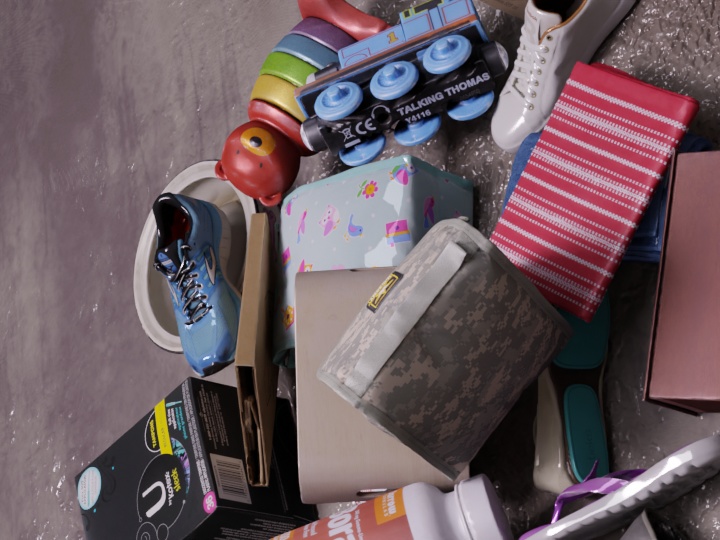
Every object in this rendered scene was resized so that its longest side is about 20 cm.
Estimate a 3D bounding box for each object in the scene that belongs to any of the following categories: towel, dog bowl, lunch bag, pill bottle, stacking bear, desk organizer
[{"bbox_3d":[0.203,-0.065,1.657,0.200,0.048,0.112,4,80,49],"label":"towel"},{"bbox_3d":[-0.144,-0.008,2.010,0.200,0.074,0.201,-19,64,43],"label":"dog bowl"},{"bbox_3d":[0.059,0.054,1.530,0.117,0.200,0.164,38,87,26],"label":"lunch bag"},{"bbox_3d":[0.024,0.240,1.612,0.199,0.112,0.113,-22,56,7],"label":"pill bottle"},{"bbox_3d":[0.000,0.000,1.810,0.199,0.122,0.171,-12,69,40],"label":"lunch bag"},{"bbox_3d":[-0.059,-0.157,1.889,0.121,0.114,0.200,32,78,9],"label":"stacking bear"},{"bbox_3d":[0.281,0.009,1.528,0.077,0.072,0.201,-1,77,46],"label":"desk organizer"},{"bbox_3d":[0.187,-0.069,1.620,0.144,0.022,0.201,29,93,50],"label":"towel"}]

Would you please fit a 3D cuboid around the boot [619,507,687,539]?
[{"bbox_3d":[0.174,0.268,1.557,0.182,0.072,0.201,43,118,32],"label":"boot"}]

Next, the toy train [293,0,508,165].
[{"bbox_3d":[0.035,-0.172,1.788,0.199,0.087,0.115,-22,40,9],"label":"toy train"}]

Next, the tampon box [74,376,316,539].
[{"bbox_3d":[-0.163,0.224,1.912,0.200,0.126,0.150,-41,49,32],"label":"tampon box"}]

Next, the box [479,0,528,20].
[{"bbox_3d":[0.169,-0.327,1.750,0.200,0.095,0.078,-48,47,28],"label":"box"}]

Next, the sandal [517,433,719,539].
[{"bbox_3d":[0.204,0.170,1.553,0.202,0.082,0.050,-31,68,24],"label":"sandal"}]

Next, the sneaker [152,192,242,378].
[{"bbox_3d":[-0.167,0.012,1.894,0.078,0.090,0.201,-29,56,21],"label":"sneaker"}]

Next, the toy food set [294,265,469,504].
[{"bbox_3d":[0.018,0.093,1.670,0.143,0.060,0.201,-3,78,3],"label":"toy food set"}]

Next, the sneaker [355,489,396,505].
[{"bbox_3d":[0.079,0.162,1.714,0.201,0.067,0.108,-40,64,23],"label":"sneaker"}]

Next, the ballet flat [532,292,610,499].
[{"bbox_3d":[0.168,0.090,1.636,0.069,0.069,0.201,-14,67,45],"label":"ballet flat"}]

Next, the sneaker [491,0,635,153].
[{"bbox_3d":[0.157,-0.197,1.726,0.200,0.084,0.073,-59,44,19],"label":"sneaker"}]

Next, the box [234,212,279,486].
[{"bbox_3d":[-0.094,0.072,1.840,0.201,0.021,0.164,-86,-5,-46],"label":"box"}]
